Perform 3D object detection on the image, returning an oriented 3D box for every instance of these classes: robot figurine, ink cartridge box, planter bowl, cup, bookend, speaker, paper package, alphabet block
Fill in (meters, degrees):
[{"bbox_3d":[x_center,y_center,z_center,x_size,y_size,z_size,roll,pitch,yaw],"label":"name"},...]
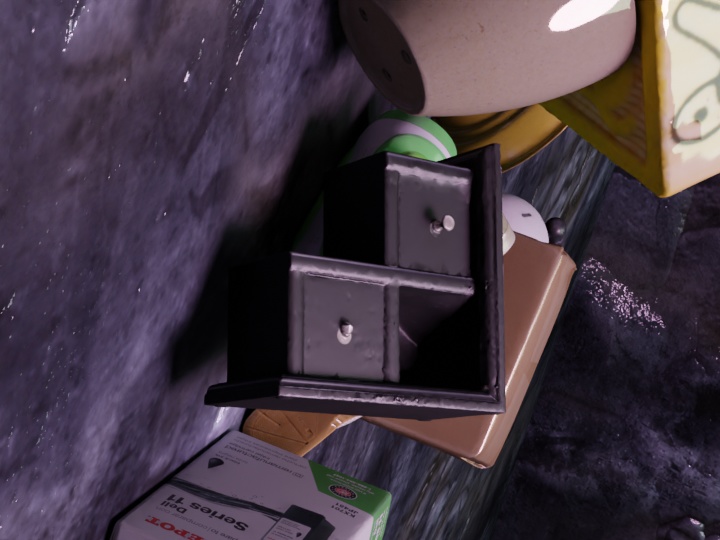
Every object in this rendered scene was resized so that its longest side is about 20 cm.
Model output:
[{"bbox_3d":[0.156,-0.004,1.645,0.150,0.125,0.200,-61,165,-26],"label":"robot figurine"},{"bbox_3d":[-0.080,0.206,1.028,0.200,0.146,0.083,-36,143,-67],"label":"ink cartridge box"},{"bbox_3d":[0.117,-0.183,1.235,0.200,0.083,0.201,-35,-149,25],"label":"planter bowl"},{"bbox_3d":[0.071,-0.186,0.979,0.143,0.200,0.200,-35,155,-16],"label":"cup"},{"bbox_3d":[0.000,0.000,0.993,0.198,0.092,0.200,9,76,-37],"label":"bookend"},{"bbox_3d":[0.003,-0.031,1.114,0.089,0.088,0.200,89,27,-58],"label":"speaker"},{"bbox_3d":[0.064,0.048,1.241,0.200,0.190,0.103,-67,164,-7],"label":"paper package"},{"bbox_3d":[0.249,-0.205,1.055,0.200,0.196,0.196,-23,128,-15],"label":"alphabet block"}]

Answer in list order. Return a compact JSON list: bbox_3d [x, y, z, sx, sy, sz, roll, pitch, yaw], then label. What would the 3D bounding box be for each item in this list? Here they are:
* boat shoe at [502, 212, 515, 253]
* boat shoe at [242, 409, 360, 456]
[{"bbox_3d":[0.040,0.010,1.168,0.200,0.062,0.072,-35,-150,14],"label":"boat shoe"},{"bbox_3d":[-0.008,0.085,1.154,0.200,0.071,0.069,-31,-173,17],"label":"boat shoe"}]
